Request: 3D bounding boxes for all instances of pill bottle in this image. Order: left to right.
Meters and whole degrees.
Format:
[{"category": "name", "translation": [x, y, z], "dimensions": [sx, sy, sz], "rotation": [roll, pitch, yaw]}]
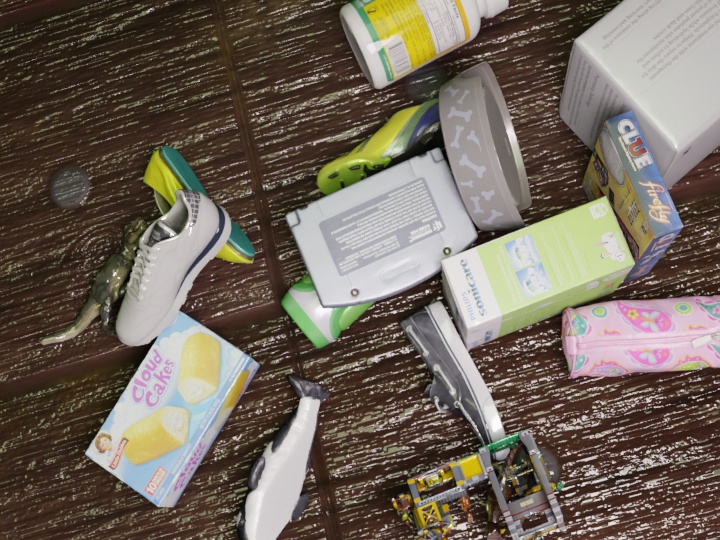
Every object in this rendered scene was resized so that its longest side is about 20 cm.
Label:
[{"category": "pill bottle", "translation": [0.082, -0.323, 1.213], "dimensions": [0.197, 0.113, 0.114], "rotation": [-28, 75, 0]}]

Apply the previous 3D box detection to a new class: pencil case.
[{"category": "pencil case", "translation": [0.331, 0.076, 1.106], "dimensions": [0.195, 0.088, 0.090], "rotation": [-3, 76, 6]}]

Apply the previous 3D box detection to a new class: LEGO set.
[{"category": "LEGO set", "translation": [0.141, 0.272, 1.046], "dimensions": [0.196, 0.155, 0.118], "rotation": [-17, 58, -6]}]

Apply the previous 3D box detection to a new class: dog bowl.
[{"category": "dog bowl", "translation": [0.146, -0.139, 1.126], "dimensions": [0.058, 0.200, 0.205], "rotation": [-15, 75, 18]}]

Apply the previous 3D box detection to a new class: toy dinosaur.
[{"category": "toy dinosaur", "translation": [-0.311, 0.034, 1.209], "dimensions": [0.087, 0.047, 0.201], "rotation": [35, 85, 19]}]

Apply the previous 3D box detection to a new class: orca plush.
[{"category": "orca plush", "translation": [-0.108, 0.222, 1.129], "dimensions": [0.070, 0.104, 0.205], "rotation": [4, 78, 39]}]

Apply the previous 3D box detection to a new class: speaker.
[{"category": "speaker", "translation": [0.000, 0.000, 1.159], "dimensions": [0.199, 0.089, 0.089], "rotation": [-42, 76, -5]}]

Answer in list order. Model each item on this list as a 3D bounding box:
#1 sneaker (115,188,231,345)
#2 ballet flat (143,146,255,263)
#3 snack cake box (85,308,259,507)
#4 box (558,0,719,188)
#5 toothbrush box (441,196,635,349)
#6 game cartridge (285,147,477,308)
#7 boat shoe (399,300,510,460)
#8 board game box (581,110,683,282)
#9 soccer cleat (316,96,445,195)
[{"category": "sneaker", "translation": [-0.238, -0.005, 1.133], "dimensions": [0.076, 0.080, 0.202], "rotation": [34, 93, 33]}, {"category": "ballet flat", "translation": [-0.209, -0.068, 1.217], "dimensions": [0.067, 0.067, 0.201], "rotation": [-45, 72, 16]}, {"category": "snack cake box", "translation": [-0.223, 0.165, 1.155], "dimensions": [0.114, 0.067, 0.202], "rotation": [29, 81, 11]}, {"category": "box", "translation": [0.362, -0.222, 1.114], "dimensions": [0.198, 0.200, 0.172], "rotation": [-39, 74, -5]}, {"category": "toothbrush box", "translation": [0.197, 0.008, 1.105], "dimensions": [0.196, 0.146, 0.088], "rotation": [-23, 75, 1]}, {"category": "game cartridge", "translation": [0.027, -0.041, 1.103], "dimensions": [0.196, 0.041, 0.135], "rotation": [-23, 81, -4]}, {"category": "boat shoe", "translation": [0.107, 0.136, 1.123], "dimensions": [0.067, 0.072, 0.203], "rotation": [-26, 73, -3]}, {"category": "board game box", "translation": [0.301, -0.077, 1.085], "dimensions": [0.034, 0.200, 0.138], "rotation": [-19, 76, 1]}, {"category": "soccer cleat", "translation": [0.034, -0.154, 1.215], "dimensions": [0.197, 0.065, 0.085], "rotation": [-26, 46, 4]}]
